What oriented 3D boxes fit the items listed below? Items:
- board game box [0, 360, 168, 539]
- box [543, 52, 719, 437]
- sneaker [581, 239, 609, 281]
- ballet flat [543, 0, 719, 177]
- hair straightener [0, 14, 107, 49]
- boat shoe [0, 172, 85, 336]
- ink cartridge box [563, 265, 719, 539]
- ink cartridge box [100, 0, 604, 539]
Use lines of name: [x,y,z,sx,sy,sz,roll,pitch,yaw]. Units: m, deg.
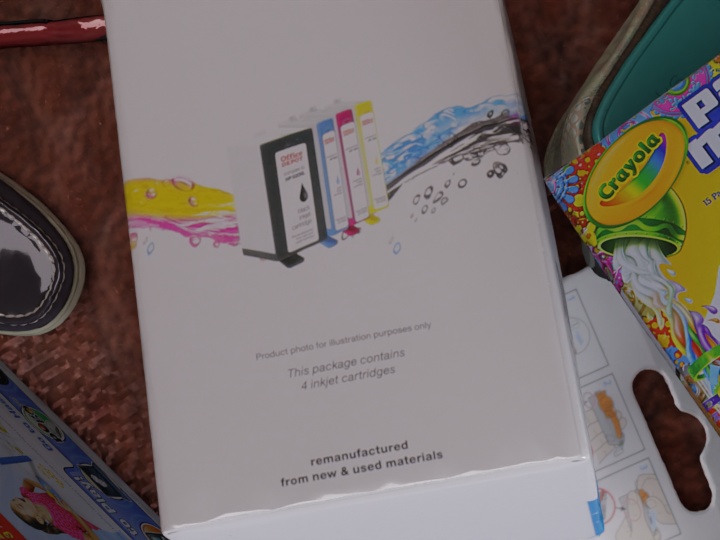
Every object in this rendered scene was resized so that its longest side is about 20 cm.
board game box: [-0.145,0.102,0.736,0.200,0.196,0.056,42,99,18]
box: [0.200,0.000,0.632,0.199,0.122,0.193,-35,70,7]
sneaker: [0.186,-0.007,0.762,0.198,0.075,0.080,-7,99,5]
ballet flat: [0.133,-0.104,0.764,0.067,0.062,0.200,43,73,-6]
hair straightener: [-0.109,-0.131,0.810,0.198,0.041,0.078,-2,95,8]
boat shoe: [-0.209,-0.031,0.820,0.199,0.065,0.072,32,97,3]
ink cartridge box: [0.055,0.099,0.813,0.199,0.047,0.161,-24,91,-2]
ink cartridge box: [0.000,0.000,0.723,0.144,0.147,0.201,-11,71,6]
